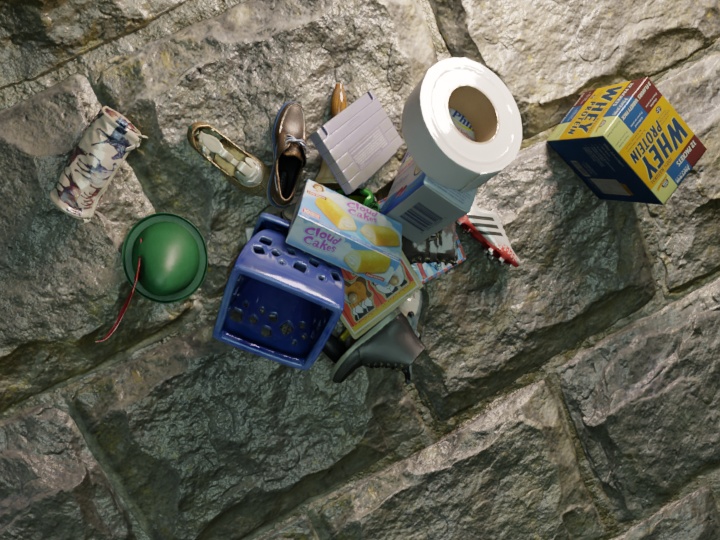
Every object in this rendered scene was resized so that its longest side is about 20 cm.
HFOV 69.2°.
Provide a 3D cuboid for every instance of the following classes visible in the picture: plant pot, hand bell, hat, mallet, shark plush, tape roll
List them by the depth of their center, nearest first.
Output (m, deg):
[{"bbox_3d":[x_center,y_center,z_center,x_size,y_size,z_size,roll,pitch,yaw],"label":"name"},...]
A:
[{"bbox_3d":[0.168,-0.240,0.862,0.197,0.071,0.209,7,73,-22],"label":"tape roll"},{"bbox_3d":[-0.368,0.005,0.945,0.160,0.176,0.207,2,100,-11],"label":"hat"},{"bbox_3d":[-0.139,0.030,0.951,0.195,0.183,0.202,20,133,-13],"label":"plant pot"},{"bbox_3d":[-0.046,-0.261,1.021,0.101,0.104,0.207,2,87,-11],"label":"hand bell"},{"bbox_3d":[-0.013,0.100,1.108,0.065,0.041,0.202,35,88,-20],"label":"mallet"},{"bbox_3d":[0.111,0.147,1.123,0.082,0.089,0.207,-16,98,-46],"label":"shark plush"}]

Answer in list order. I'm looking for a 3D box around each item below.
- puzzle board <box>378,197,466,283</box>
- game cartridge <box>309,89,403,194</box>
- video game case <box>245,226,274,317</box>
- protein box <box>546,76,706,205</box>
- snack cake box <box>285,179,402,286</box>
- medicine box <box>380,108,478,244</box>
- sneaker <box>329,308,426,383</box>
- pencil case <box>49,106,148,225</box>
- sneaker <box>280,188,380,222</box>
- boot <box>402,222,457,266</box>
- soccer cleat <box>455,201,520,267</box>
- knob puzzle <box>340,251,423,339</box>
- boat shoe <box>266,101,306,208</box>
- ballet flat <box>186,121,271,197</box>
[{"bbox_3d":[0.128,-0.080,1.111,0.148,0.017,0.204,-27,104,-5],"label":"puzzle board"},{"bbox_3d":[-0.002,-0.245,0.992,0.200,0.038,0.132,-48,115,-40],"label":"game cartridge"},{"bbox_3d":[-0.127,-0.006,1.071,0.194,0.023,0.188,-8,102,-10],"label":"video game case"},{"bbox_3d":[0.530,-0.255,1.062,0.197,0.200,0.136,39,91,-15],"label":"protein box"},{"bbox_3d":[-0.025,-0.067,0.929,0.195,0.117,0.068,23,130,-13],"label":"snack cake box"},{"bbox_3d":[0.142,-0.181,0.975,0.101,0.182,0.204,29,66,-14],"label":"medicine box"},{"bbox_3d":[0.033,0.181,1.048,0.199,0.075,0.107,-43,78,5],"label":"sneaker"},{"bbox_3d":[-0.474,-0.188,0.941,0.088,0.078,0.203,33,92,5],"label":"pencil case"},{"bbox_3d":[-0.061,-0.124,1.011,0.194,0.086,0.080,-9,60,3],"label":"sneaker"},{"bbox_3d":[0.119,-0.025,1.074,0.168,0.069,0.207,3,98,-9],"label":"boot"},{"bbox_3d":[0.281,-0.084,1.115,0.198,0.069,0.086,38,88,-13],"label":"soccer cleat"},{"bbox_3d":[0.000,0.000,1.027,0.213,0.030,0.227,-1,87,16],"label":"knob puzzle"},{"bbox_3d":[-0.130,-0.221,0.992,0.070,0.072,0.207,6,90,-27],"label":"boat shoe"},{"bbox_3d":[-0.243,-0.206,0.989,0.197,0.065,0.072,33,91,-15],"label":"ballet flat"}]
